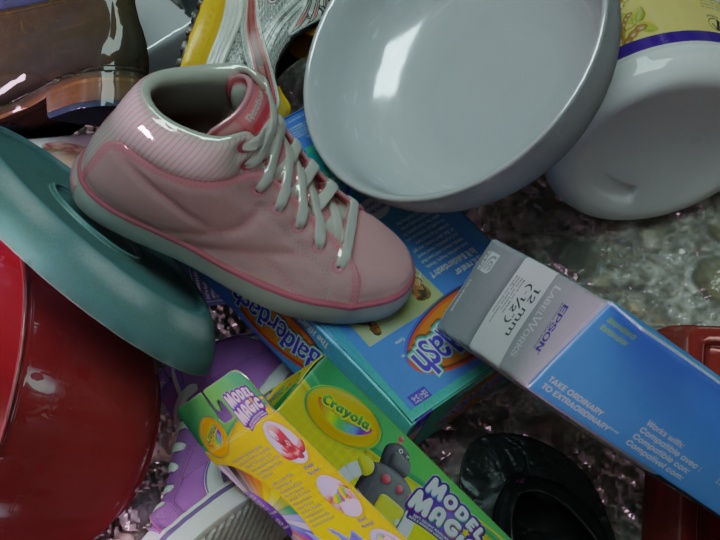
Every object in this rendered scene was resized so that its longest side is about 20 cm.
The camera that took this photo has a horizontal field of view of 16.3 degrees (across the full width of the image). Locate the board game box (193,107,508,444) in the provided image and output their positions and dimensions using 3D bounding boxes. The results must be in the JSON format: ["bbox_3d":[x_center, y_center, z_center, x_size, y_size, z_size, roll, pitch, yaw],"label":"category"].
[{"bbox_3d":[0.000,0.000,1.444,0.200,0.045,0.152,45,45,15],"label":"board game box"}]

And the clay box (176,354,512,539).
[{"bbox_3d":[0.000,0.120,1.320,0.200,0.115,0.048,46,64,-5],"label":"clay box"}]

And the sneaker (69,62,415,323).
[{"bbox_3d":[-0.048,-0.044,1.350,0.200,0.105,0.075,22,43,-13],"label":"sneaker"}]

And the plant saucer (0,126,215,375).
[{"bbox_3d":[-0.151,-0.018,1.375,0.027,0.200,0.200,-48,60,7],"label":"plant saucer"}]

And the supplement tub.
[{"bbox_3d":[0.155,-0.147,1.534,0.145,0.146,0.200,-14,54,-6],"label":"supplement tub"}]

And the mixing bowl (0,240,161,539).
[{"bbox_3d":[-0.178,0.081,1.390,0.108,0.200,0.200,16,49,-25],"label":"mixing bowl"}]

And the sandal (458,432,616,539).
[{"bbox_3d":[0.112,0.163,1.373,0.075,0.048,0.201,-18,56,-8],"label":"sandal"}]

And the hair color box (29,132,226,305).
[{"bbox_3d":[-0.144,-0.029,1.526,0.199,0.061,0.100,-6,54,1],"label":"hair color box"}]

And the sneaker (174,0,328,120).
[{"bbox_3d":[-0.050,-0.168,1.526,0.082,0.078,0.200,18,74,-1],"label":"sneaker"}]

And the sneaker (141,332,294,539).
[{"bbox_3d":[-0.090,0.111,1.418,0.114,0.073,0.200,29,50,24],"label":"sneaker"}]

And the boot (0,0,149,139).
[{"bbox_3d":[-0.200,-0.132,1.546,0.200,0.075,0.097,-5,81,40],"label":"boot"}]

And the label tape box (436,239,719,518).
[{"bbox_3d":[0.141,0.064,1.324,0.066,0.143,0.200,-55,22,2],"label":"label tape box"}]

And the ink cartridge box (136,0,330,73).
[{"bbox_3d":[-0.109,-0.195,1.628,0.200,0.086,0.148,-33,59,-20],"label":"ink cartridge box"}]

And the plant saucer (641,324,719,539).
[{"bbox_3d":[0.259,0.110,1.408,0.199,0.037,0.200,3,55,6],"label":"plant saucer"}]

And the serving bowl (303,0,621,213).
[{"bbox_3d":[0.067,-0.117,1.443,0.200,0.066,0.201,-16,58,28],"label":"serving bowl"}]
